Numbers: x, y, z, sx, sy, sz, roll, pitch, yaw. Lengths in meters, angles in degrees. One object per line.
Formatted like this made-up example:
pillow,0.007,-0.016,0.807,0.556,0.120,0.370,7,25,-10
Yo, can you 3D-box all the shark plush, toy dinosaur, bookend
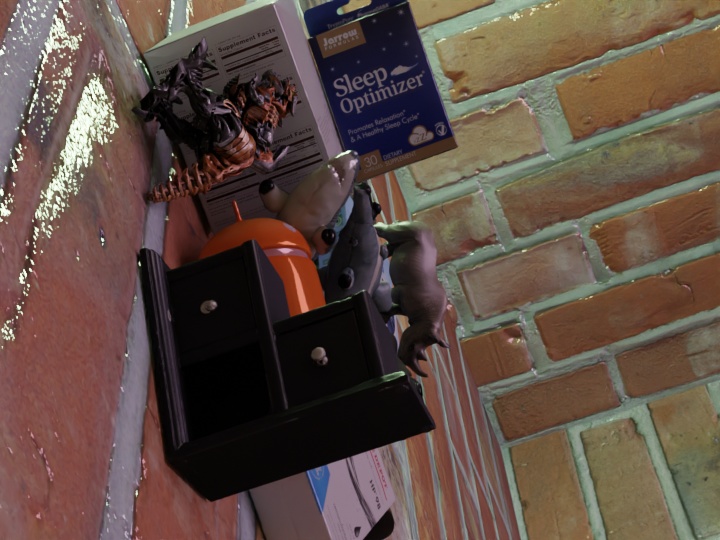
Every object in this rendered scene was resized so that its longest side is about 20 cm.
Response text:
shark plush,0.000,0.000,1.496,0.201,0.090,0.084,-65,177,40
toy dinosaur,-0.132,-0.134,1.328,0.136,0.102,0.200,47,30,-11
shark plush,-0.043,-0.037,1.424,0.090,0.083,0.201,31,-33,19
bookend,-0.062,0.056,1.161,0.092,0.198,0.200,60,14,-57

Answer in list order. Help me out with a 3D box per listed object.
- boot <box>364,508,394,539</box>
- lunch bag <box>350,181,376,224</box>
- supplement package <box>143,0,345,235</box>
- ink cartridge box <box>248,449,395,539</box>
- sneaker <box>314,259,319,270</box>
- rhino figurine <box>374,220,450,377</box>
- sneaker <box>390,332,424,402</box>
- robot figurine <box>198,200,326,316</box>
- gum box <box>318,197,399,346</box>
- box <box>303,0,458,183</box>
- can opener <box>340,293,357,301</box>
boot,-0.017,0.239,1.559,0.200,0.073,0.076,58,9,-50
lunch bag,-0.064,-0.148,1.957,0.200,0.117,0.165,53,20,-50
supplement package,-0.114,-0.171,1.510,0.191,0.146,0.202,-82,153,-75
ink cartridge box,-0.030,0.196,1.371,0.117,0.066,0.200,70,23,-7
sneaker,-0.048,0.004,1.787,0.089,0.076,0.202,84,-7,-62
rhino figurine,0.059,0.031,1.684,0.060,0.087,0.202,44,33,-63
sneaker,0.029,0.133,1.558,0.201,0.090,0.077,-73,162,-59
robot figurine,-0.088,0.038,1.329,0.143,0.116,0.202,1,65,-41
gum box,-0.002,0.028,1.724,0.170,0.044,0.201,57,21,-51
box,0.019,-0.211,1.572,0.032,0.120,0.202,-23,93,-85
can opener,-0.026,0.072,1.405,0.200,0.078,0.064,114,-32,-60
